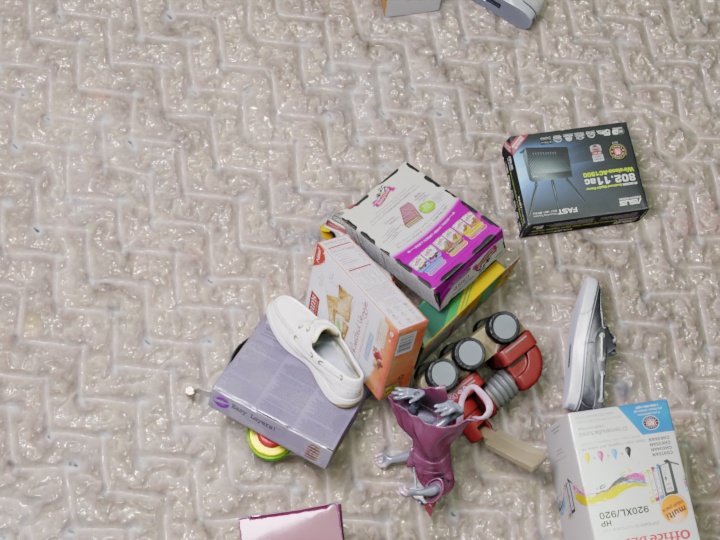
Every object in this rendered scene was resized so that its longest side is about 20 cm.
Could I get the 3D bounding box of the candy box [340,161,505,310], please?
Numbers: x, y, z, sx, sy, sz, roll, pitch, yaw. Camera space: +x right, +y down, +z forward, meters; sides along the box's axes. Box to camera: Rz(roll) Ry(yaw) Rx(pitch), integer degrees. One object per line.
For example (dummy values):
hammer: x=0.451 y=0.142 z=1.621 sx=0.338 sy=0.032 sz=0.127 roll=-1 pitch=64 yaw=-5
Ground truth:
candy box: x=0.088 y=-0.052 z=1.473 sx=0.136 sy=0.061 sz=0.200 roll=-40 pitch=55 yaw=-15

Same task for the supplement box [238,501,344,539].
supplement box: x=-0.085 y=0.371 z=1.351 sx=0.130 sy=0.200 sz=0.104 roll=-7 pitch=71 yaw=-4

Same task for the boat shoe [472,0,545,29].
boat shoe: x=0.222 y=-0.493 z=1.725 sx=0.202 sy=0.075 sz=0.086 roll=34 pitch=73 yaw=6

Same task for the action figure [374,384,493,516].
action figure: x=0.100 y=0.248 z=1.431 sx=0.148 sy=0.201 sz=0.134 roll=-16 pitch=30 yaw=-12

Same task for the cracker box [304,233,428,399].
cracker box: x=0.002 y=0.063 z=1.454 sx=0.057 sy=0.134 sz=0.200 roll=-17 pitch=48 yaw=-32

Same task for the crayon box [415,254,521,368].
crayon box: x=0.139 y=0.046 z=1.511 sx=0.200 sy=0.126 sz=0.052 roll=-42 pitch=78 yaw=-15

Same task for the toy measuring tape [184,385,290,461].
toy measuring tape: x=-0.162 y=0.224 z=1.467 sx=0.199 sy=0.074 sz=0.074 roll=17 pitch=71 yaw=3

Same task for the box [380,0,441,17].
box: x=0.070 y=-0.541 z=1.706 sx=0.097 sy=0.124 sz=0.201 roll=-9 pitch=72 yaw=-6

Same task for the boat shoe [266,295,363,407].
boat shoe: x=-0.057 y=0.097 z=1.449 sx=0.071 sy=0.069 sz=0.200 roll=-24 pitch=59 yaw=-37

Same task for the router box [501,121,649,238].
router box: x=0.333 y=-0.142 z=1.618 sx=0.199 sy=0.062 sz=0.151 roll=-8 pitch=73 yaw=-6

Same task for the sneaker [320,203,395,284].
sneaker: x=0.000 y=0.000 z=1.553 sx=0.082 sy=0.078 sz=0.201 roll=-22 pitch=65 yaw=-6

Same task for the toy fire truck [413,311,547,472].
toy fire truck: x=0.200 y=0.179 z=1.482 sx=0.176 sy=0.129 sz=0.200 roll=-36 pitch=88 yaw=-14

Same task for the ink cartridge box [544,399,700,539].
ink cartridge box: x=0.356 y=0.297 z=1.427 sx=0.146 sy=0.145 sz=0.201 roll=-7 pitch=73 yaw=-6

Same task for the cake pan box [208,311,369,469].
cake pan box: x=-0.092 y=0.159 z=1.461 sx=0.199 sy=0.052 sz=0.184 roll=27 pitch=42 yaw=5

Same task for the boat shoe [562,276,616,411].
boat shoe: x=0.345 y=0.110 z=1.529 sx=0.067 sy=0.072 sz=0.201 roll=9 pitch=74 yaw=2
